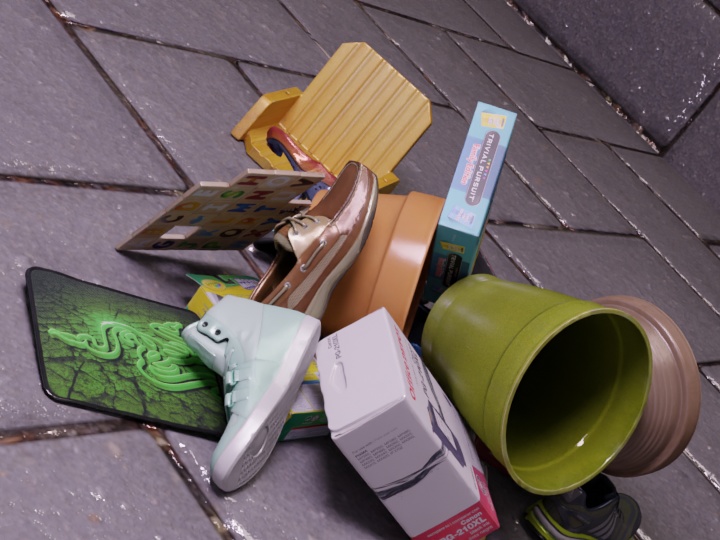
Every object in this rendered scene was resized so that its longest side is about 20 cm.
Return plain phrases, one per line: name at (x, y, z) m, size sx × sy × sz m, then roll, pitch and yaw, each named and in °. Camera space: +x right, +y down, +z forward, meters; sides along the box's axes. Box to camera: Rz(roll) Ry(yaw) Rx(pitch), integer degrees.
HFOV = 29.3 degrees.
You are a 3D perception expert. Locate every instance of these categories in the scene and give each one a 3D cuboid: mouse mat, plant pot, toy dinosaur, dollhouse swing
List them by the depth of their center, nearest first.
mouse mat at (-0.214, 0.075, 1.272) m, size 0.198 × 0.008 × 0.162 m, roll 19°, pitch 35°, yaw -38°
plant pot at (0.167, 0.097, 1.436) m, size 0.199 × 0.203 × 0.192 m, roll 18°, pitch 10°, yaw -39°
plant pot at (0.000, 0.000, 1.491) m, size 0.138 × 0.203 × 0.200 m, roll 17°, pitch 22°, yaw 5°
plant pot at (0.268, 0.133, 1.520) m, size 0.092 × 0.202 × 0.201 m, roll -6°, pitch 48°, yaw -44°
toy dinosaur at (-0.046, -0.105, 1.713) m, size 0.105 × 0.197 × 0.184 m, roll -37°, pitch 108°, yaw -82°
dollhouse swing at (-0.026, -0.196, 1.862) m, size 0.200 × 0.176 × 0.181 m, roll 43°, pitch 23°, yaw 8°

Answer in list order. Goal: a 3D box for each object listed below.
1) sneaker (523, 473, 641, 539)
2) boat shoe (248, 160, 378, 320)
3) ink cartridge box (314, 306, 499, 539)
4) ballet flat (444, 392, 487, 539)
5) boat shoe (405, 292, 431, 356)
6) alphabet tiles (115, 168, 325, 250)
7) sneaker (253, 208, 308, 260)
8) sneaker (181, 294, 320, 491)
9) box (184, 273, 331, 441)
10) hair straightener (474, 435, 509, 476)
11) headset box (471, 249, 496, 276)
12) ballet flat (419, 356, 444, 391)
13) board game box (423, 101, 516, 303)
sneaker at (0.271, 0.272, 1.565) m, size 0.199 × 0.081 × 0.074 m, roll 7°, pitch 38°, yaw -51°
boat shoe at (-0.050, -0.021, 1.366) m, size 0.073 × 0.202 × 0.075 m, roll 31°, pitch -9°, yaw -26°
ink cartridge box at (0.044, 0.159, 1.336) m, size 0.201 × 0.084 × 0.145 m, roll 55°, pitch 12°, yaw -33°
ballet flat at (0.101, 0.205, 1.457) m, size 0.068 × 0.063 × 0.201 m, roll 24°, pitch 27°, yaw -30°
boat shoe at (0.058, 0.039, 1.664) m, size 0.084 × 0.069 × 0.200 m, roll 33°, pitch 12°, yaw -35°
alphabet tiles at (-0.132, -0.059, 1.410) m, size 0.166 × 0.199 × 0.008 m, roll 0°, pitch 69°, yaw -42°
sneaker at (-0.046, 0.016, 1.603) m, size 0.079 × 0.076 × 0.200 m, roll -34°, pitch 79°, yaw -36°
sneaker at (-0.124, 0.109, 1.275) m, size 0.117 × 0.074 × 0.202 m, roll 18°, pitch 49°, yaw 9°
box at (-0.100, 0.083, 1.403) m, size 0.117 × 0.048 × 0.201 m, roll 4°, pitch 43°, yaw -53°
hair straightener at (0.194, 0.213, 1.609) m, size 0.198 × 0.041 × 0.077 m, roll 28°, pitch 25°, yaw -25°
headset box at (0.138, 0.041, 1.686) m, size 0.201 × 0.077 × 0.150 m, roll 59°, pitch 3°, yaw -45°
ballet flat at (0.108, 0.140, 1.613) m, size 0.199 × 0.046 × 0.068 m, roll 17°, pitch 63°, yaw -45°
board game box at (0.119, -0.066, 1.513) m, size 0.046 × 0.201 × 0.153 m, roll 17°, pitch 67°, yaw 5°
